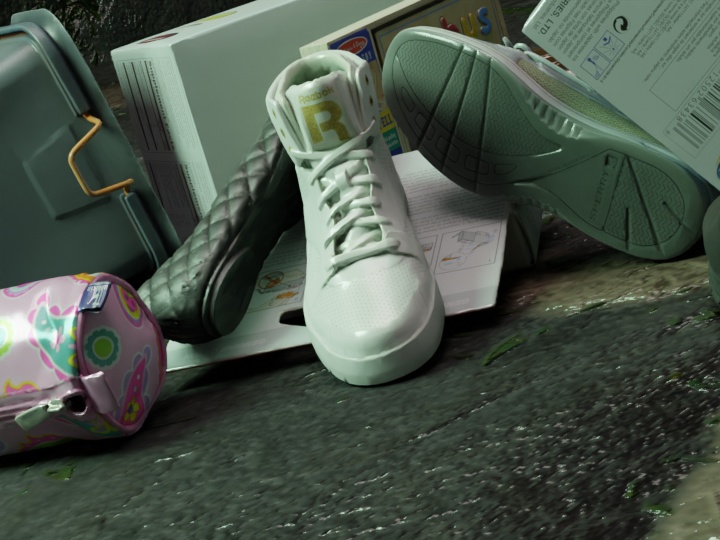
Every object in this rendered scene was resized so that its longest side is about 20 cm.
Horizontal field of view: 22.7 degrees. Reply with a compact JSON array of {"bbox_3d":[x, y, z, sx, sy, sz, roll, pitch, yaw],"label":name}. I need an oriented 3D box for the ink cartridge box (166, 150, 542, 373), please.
[{"bbox_3d":[0.000,0.000,0.998,0.198,0.044,0.174,-12,34,20],"label":"ink cartridge box"}]

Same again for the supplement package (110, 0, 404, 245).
[{"bbox_3d":[-0.049,-0.115,1.272,0.199,0.157,0.111,-23,15,-27],"label":"supplement package"}]

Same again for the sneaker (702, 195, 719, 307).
[{"bbox_3d":[0.185,-0.022,0.742,0.075,0.092,0.200,-19,12,-2],"label":"sneaker"}]

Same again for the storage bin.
[{"bbox_3d":[-0.227,-0.054,1.210,0.134,0.201,0.145,-34,19,-21],"label":"storage bin"}]

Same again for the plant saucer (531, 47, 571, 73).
[{"bbox_3d":[0.157,-0.156,1.448,0.198,0.035,0.200,-16,14,4],"label":"plant saucer"}]

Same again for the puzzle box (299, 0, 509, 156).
[{"bbox_3d":[0.044,-0.115,1.205,0.025,0.134,0.200,-6,18,40],"label":"puzzle box"}]

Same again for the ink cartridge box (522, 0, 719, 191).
[{"bbox_3d":[0.200,-0.114,0.884,0.137,0.200,0.076,-53,-6,29],"label":"ink cartridge box"}]

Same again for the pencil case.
[{"bbox_3d":[-0.199,0.058,0.925,0.198,0.088,0.087,-10,15,23],"label":"pencil case"}]

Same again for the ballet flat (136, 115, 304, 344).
[{"bbox_3d":[-0.065,-0.039,0.992,0.056,0.067,0.201,8,43,21],"label":"ballet flat"}]

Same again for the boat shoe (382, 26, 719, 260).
[{"bbox_3d":[0.102,-0.072,0.952,0.201,0.075,0.065,27,27,23],"label":"boat shoe"}]

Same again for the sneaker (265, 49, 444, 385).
[{"bbox_3d":[-0.012,-0.037,0.910,0.073,0.116,0.201,-19,32,4],"label":"sneaker"}]
